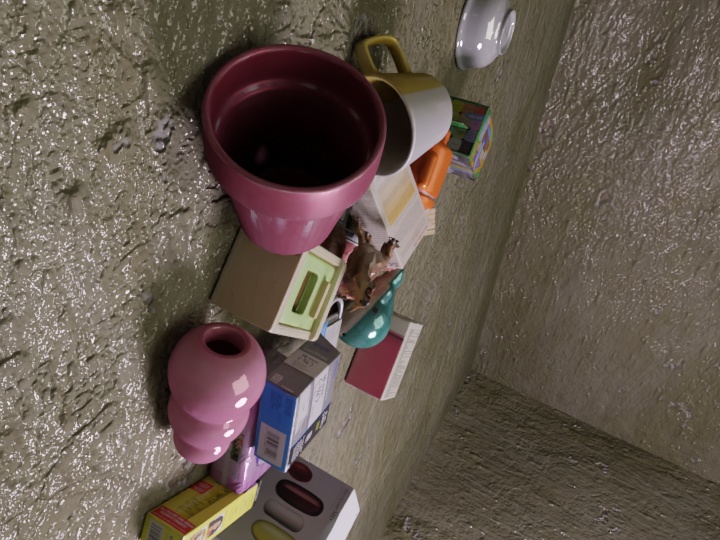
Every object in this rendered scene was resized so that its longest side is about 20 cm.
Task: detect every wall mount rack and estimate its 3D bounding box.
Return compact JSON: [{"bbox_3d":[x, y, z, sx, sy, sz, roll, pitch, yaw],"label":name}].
[{"bbox_3d":[-0.073,0.120,1.089,0.173,0.073,0.204,-25,134,-57],"label":"wall mount rack"}]

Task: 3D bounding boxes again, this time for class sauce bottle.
[{"bbox_3d":[-0.060,-0.023,0.976,0.204,0.065,0.066,-71,160,-4],"label":"sauce bottle"}]

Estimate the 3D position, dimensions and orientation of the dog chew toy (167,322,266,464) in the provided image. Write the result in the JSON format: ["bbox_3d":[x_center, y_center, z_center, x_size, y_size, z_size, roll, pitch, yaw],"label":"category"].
[{"bbox_3d":[-0.194,0.168,0.759,0.124,0.123,0.203,-34,149,-57],"label":"dog chew toy"}]

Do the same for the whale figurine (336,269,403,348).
[{"bbox_3d":[0.031,0.078,1.203,0.200,0.104,0.159,-45,-178,-38],"label":"whale figurine"}]

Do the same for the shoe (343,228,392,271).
[{"bbox_3d":[0.005,-0.011,1.139,0.199,0.071,0.093,25,90,-58],"label":"shoe"}]

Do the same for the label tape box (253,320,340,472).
[{"bbox_3d":[-0.082,0.190,0.925,0.200,0.062,0.147,-40,146,-57],"label":"label tape box"}]

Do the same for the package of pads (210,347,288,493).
[{"bbox_3d":[-0.170,0.237,0.940,0.120,0.075,0.204,-30,137,-58],"label":"package of pads"}]

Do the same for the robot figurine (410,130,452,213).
[{"bbox_3d":[0.114,-0.197,1.184,0.116,0.142,0.204,19,93,-48],"label":"robot figurine"}]

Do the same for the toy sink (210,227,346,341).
[{"bbox_3d":[-0.101,0.020,0.848,0.133,0.110,0.200,-66,161,-4],"label":"toy sink"}]

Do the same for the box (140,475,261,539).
[{"bbox_3d":[-0.238,0.366,0.901,0.199,0.074,0.051,-8,117,-66],"label":"box"}]

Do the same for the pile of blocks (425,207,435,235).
[{"bbox_3d":[0.074,-0.077,1.266,0.199,0.062,0.083,-37,124,-17],"label":"pile of blocks"}]

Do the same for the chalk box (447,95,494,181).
[{"bbox_3d":[0.221,-0.310,1.335,0.126,0.122,0.200,-66,161,-5],"label":"chalk box"}]

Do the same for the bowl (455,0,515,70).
[{"bbox_3d":[0.293,-0.549,1.331,0.202,0.089,0.204,-52,154,-37],"label":"bowl"}]

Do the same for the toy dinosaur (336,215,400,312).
[{"bbox_3d":[0.000,0.000,0.957,0.200,0.084,0.138,58,57,-83],"label":"toy dinosaur"}]

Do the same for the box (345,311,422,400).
[{"bbox_3d":[0.060,0.203,1.456,0.204,0.107,0.128,-68,160,0],"label":"box"}]

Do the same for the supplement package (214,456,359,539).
[{"bbox_3d":[-0.133,0.460,1.082,0.193,0.197,0.148,-56,157,-30],"label":"supplement package"}]

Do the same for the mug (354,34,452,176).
[{"bbox_3d":[0.070,-0.259,0.919,0.152,0.148,0.190,-30,134,-41],"label":"mug"}]

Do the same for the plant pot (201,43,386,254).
[{"bbox_3d":[-0.080,-0.119,0.677,0.201,0.198,0.180,-55,172,-30],"label":"plant pot"}]

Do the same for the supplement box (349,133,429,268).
[{"bbox_3d":[0.043,-0.121,1.043,0.127,0.072,0.202,-53,133,-36],"label":"supplement box"}]
